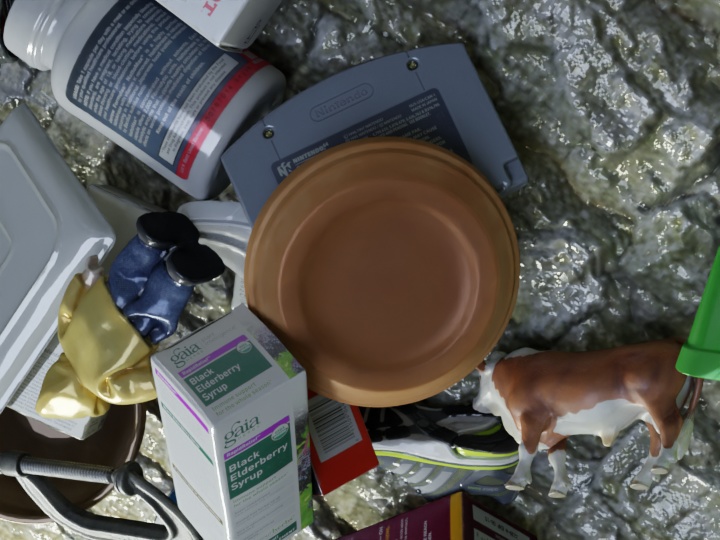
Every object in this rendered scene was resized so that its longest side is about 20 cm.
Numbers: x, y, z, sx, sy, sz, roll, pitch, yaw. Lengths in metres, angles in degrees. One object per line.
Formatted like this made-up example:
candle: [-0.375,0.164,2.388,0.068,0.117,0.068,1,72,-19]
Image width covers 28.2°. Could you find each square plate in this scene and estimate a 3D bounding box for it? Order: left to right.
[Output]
square plate: [-0.302,-0.012,1.200,0.198,0.028,0.200,-53,51,16]

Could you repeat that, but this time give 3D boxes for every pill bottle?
pill bottle: [-0.169,-0.155,1.107,0.200,0.120,0.120,34,124,5]

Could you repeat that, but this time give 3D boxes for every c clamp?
c clamp: [-0.228,0.179,1.170,0.199,0.027,0.171,5,137,29]

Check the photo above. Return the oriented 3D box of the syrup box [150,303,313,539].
syrup box: [-0.090,0.126,1.045,0.081,0.079,0.201,44,152,30]

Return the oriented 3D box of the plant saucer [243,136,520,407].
plant saucer: [0.018,0.007,1.009,0.199,0.037,0.201,-2,108,-6]

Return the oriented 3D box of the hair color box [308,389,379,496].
hair color box: [-0.073,0.122,1.178,0.200,0.061,0.102,-8,105,60]

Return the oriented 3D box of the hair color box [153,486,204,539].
hair color box: [-0.127,0.231,1.261,0.100,0.061,0.200,38,156,3]

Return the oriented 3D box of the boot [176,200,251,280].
boot: [-0.061,0.012,1.086,0.199,0.096,0.074,12,163,18]

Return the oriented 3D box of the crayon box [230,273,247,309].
crayon box: [0.000,0.000,1.150,0.199,0.052,0.126,19,121,15]

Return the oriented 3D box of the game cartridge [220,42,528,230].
game cartridge: [0.006,-0.081,1.048,0.199,0.042,0.134,-25,75,1]

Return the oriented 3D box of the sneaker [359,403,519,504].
sneaker: [0.046,0.158,1.198,0.199,0.074,0.081,5,122,25]

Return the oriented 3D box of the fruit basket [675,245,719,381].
fruit basket: [0.322,0.081,0.981,0.214,0.155,0.217,5,102,22]

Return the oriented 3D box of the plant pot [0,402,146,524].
plant pot: [-0.285,0.121,1.292,0.200,0.093,0.202,0,92,4]

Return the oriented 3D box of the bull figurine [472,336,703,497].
bull figurine: [0.164,0.106,1.088,0.199,0.122,0.065,-14,152,33]

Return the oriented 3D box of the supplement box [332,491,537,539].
supplement box: [0.043,0.273,1.221,0.199,0.086,0.110,-27,134,33]

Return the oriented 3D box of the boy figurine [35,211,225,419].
boy figurine: [-0.184,0.052,1.103,0.124,0.064,0.200,47,119,18]

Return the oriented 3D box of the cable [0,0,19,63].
cable: [-0.297,-0.244,1.137,0.050,0.097,0.201,-3,116,4]

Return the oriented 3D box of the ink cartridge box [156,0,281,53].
ink cartridge box: [-0.130,-0.275,1.027,0.200,0.086,0.148,37,101,5]

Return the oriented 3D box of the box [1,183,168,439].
box: [-0.223,0.033,1.203,0.082,0.068,0.201,25,94,3]
